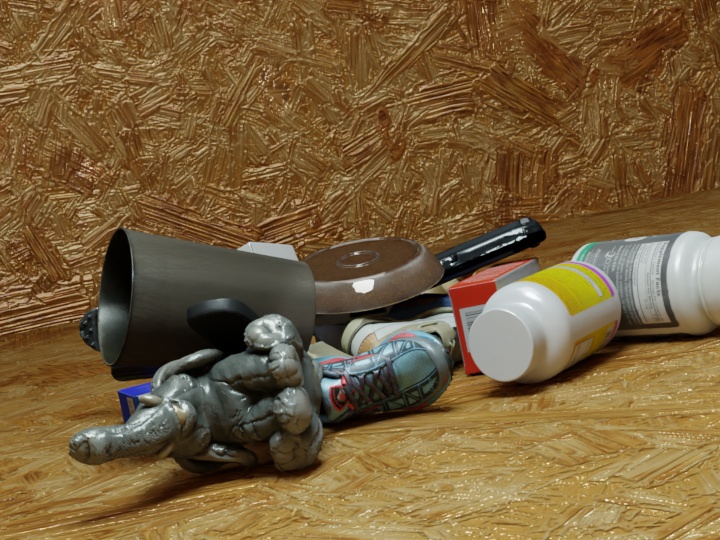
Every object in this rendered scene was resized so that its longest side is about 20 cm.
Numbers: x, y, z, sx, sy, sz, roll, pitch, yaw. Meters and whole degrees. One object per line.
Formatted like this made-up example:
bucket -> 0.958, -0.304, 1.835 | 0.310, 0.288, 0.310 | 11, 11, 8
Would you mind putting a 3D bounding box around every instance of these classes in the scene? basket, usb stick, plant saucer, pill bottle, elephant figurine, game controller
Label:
basket -> -0.156, 0.036, 1.292 | 0.197, 0.138, 0.180 | 7, 5, -22
usb stick -> -0.232, 0.114, 1.541 | 0.198, 0.033, 0.055 | -10, -3, 43
plant saucer -> 0.000, 0.000, 1.495 | 0.197, 0.035, 0.201 | -8, 18, 3
pill bottle -> 0.190, 0.056, 1.312 | 0.103, 0.106, 0.199 | -8, 5, 34
elephant figurine -> -0.139, 0.122, 1.122 | 0.197, 0.156, 0.143 | -16, 47, 6
game controller -> 0.138, -0.011, 1.573 | 0.198, 0.043, 0.104 | -22, -15, 8
pill bottle -> 0.337, 0.017, 1.396 | 0.198, 0.115, 0.112 | -6, 7, 44

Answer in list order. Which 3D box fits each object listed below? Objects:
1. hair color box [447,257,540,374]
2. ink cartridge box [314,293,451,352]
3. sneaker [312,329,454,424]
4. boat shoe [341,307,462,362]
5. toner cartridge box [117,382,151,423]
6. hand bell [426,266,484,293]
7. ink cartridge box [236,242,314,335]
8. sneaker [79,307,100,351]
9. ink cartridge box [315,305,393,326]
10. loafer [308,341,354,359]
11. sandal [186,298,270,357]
hair color box -> 0.167, 0.050, 1.475 | 0.061, 0.103, 0.200 | -11, 3, 23
ink cartridge box -> 0.056, 0.077, 1.579 | 0.198, 0.077, 0.136 | -11, 4, -22
sneaker -> 0.000, 0.121, 1.249 | 0.198, 0.080, 0.095 | -19, 5, 31
boat shoe -> 0.074, 0.090, 1.453 | 0.198, 0.076, 0.068 | -4, 28, -36
toner cartridge box -> -0.183, 0.144, 1.513 | 0.198, 0.044, 0.095 | -13, 5, -22
hand bell -> 0.144, 0.000, 1.707 | 0.103, 0.105, 0.200 | -12, -17, -19
ink cartridge box -> -0.150, 0.052, 1.635 | 0.198, 0.127, 0.128 | -28, -11, 20
sneaker -> -0.245, 0.067, 1.553 | 0.197, 0.067, 0.090 | -7, 0, 10
ink cartridge box -> -0.002, 0.033, 1.571 | 0.093, 0.038, 0.200 | -10, 4, 9
loafer -> -0.039, 0.113, 1.378 | 0.198, 0.069, 0.075 | -7, 6, 40
sandal -> -0.103, 0.059, 1.195 | 0.074, 0.046, 0.200 | -14, -29, 12
